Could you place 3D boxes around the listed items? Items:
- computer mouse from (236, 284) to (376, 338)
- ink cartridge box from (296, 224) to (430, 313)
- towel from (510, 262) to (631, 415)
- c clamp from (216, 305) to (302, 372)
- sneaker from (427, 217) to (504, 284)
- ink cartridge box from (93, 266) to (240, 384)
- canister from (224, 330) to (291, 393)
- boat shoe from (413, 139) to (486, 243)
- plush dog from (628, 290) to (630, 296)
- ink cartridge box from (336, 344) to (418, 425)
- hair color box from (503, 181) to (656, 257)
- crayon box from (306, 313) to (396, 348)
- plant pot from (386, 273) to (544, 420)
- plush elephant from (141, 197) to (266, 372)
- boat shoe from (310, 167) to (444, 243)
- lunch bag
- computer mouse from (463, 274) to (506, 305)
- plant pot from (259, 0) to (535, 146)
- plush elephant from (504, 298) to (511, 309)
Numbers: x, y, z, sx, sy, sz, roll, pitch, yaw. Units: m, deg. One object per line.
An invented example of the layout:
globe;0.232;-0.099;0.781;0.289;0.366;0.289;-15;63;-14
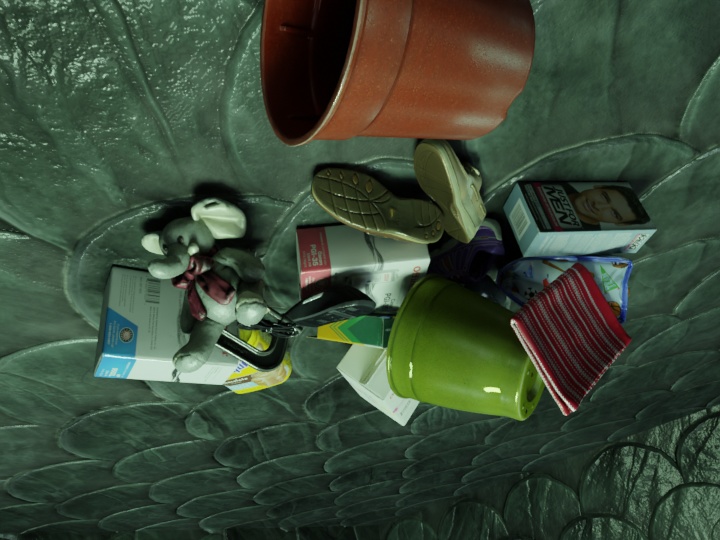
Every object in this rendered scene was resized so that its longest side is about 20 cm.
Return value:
computer mouse;-0.085;0.050;0.779;0.198;0.047;0.140;-20;156;32
ink cartridge box;0.000;0.000;0.848;0.196;0.084;0.147;-6;146;-8
towel;0.295;0.084;0.738;0.199;0.146;0.022;-28;175;-39
c clamp;-0.176;0.073;0.871;0.199;0.173;0.027;32;139;-29
sneaker;0.162;-0.003;0.894;0.079;0.085;0.200;9;143;-27
ink cartridge box;-0.296;0.091;0.837;0.197;0.147;0.084;12;143;-30
canister;-0.228;0.158;1.014;0.146;0.088;0.201;-16;148;8
boat shoe;0.130;-0.119;0.738;0.065;0.072;0.200;-48;140;-10
plush dog;0.456;0.067;1.070;0.199;0.161;0.172;-13;146;-56
ink cartridge box;0.053;0.202;1.086;0.129;0.124;0.201;-52;148;-16
hair color box;0.331;-0.079;0.816;0.196;0.100;0.061;-2;145;-14
crayon box;0.011;0.102;0.958;0.124;0.053;0.198;5;176;-44
plant pot;0.171;0.124;0.794;0.191;0.203;0.200;15;162;35
plush elephant;-0.212;-0.003;0.715;0.164;0.202;0.155;-34;118;29
boat shoe;0.018;-0.080;0.744;0.197;0.073;0.067;17;166;-21
lunch bag;0.328;0.025;0.897;0.196;0.126;0.170;6;-177;15
computer mouse;0.254;0.075;0.954;0.200;0.034;0.059;42;86;-20
plant pot;0.034;-0.204;0.475;0.192;0.203;0.201;-1;147;-31
plush elephant;0.197;0.137;1.023;0.153;0.203;0.164;17;145;-32
